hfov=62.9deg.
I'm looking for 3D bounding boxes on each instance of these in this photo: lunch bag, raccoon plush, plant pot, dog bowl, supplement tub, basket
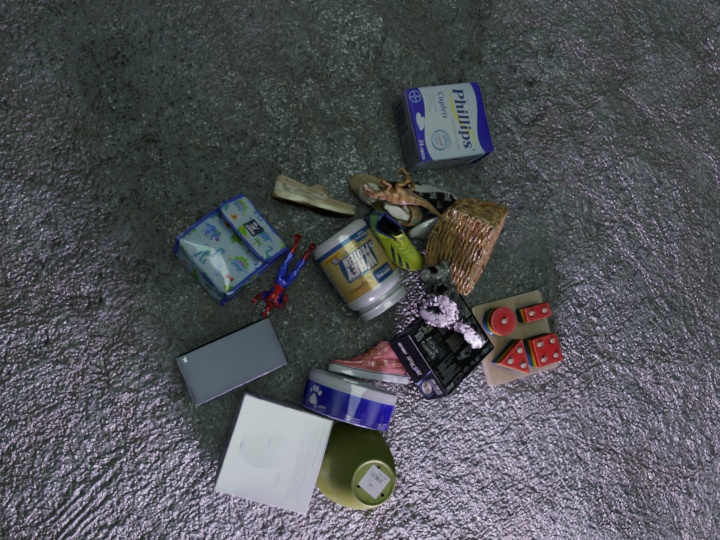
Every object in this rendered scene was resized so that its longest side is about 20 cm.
[{"bbox_3d":[-0.279,-0.053,1.295,0.200,0.127,0.170,-41,92,-28],"label":"lunch bag"},{"bbox_3d":[0.202,0.074,1.332,0.200,0.096,0.134,52,34,-18],"label":"raccoon plush"},{"bbox_3d":[0.001,0.431,1.264,0.186,0.200,0.189,2,83,-14],"label":"plant pot"},{"bbox_3d":[-0.025,0.278,1.276,0.199,0.200,0.079,19,82,-11],"label":"dog bowl"},{"bbox_3d":[0.000,0.000,1.342,0.144,0.145,0.201,-36,93,-15],"label":"supplement tub"},{"bbox_3d":[0.242,-0.071,1.399,0.142,0.201,0.149,25,32,15],"label":"basket"}]

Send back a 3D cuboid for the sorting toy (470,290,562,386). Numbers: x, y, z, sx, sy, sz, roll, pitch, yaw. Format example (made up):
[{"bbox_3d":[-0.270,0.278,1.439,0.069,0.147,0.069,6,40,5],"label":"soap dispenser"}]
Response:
[{"bbox_3d":[0.394,0.166,1.462,0.198,0.070,0.201,-13,87,-15],"label":"sorting toy"}]

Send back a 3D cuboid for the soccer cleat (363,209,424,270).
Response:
[{"bbox_3d":[0.088,-0.066,1.389,0.200,0.084,0.065,43,67,-24],"label":"soccer cleat"}]

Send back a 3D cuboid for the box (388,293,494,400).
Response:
[{"bbox_3d":[0.191,0.175,1.370,0.200,0.086,0.164,-36,94,-36],"label":"box"}]

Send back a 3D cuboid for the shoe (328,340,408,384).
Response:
[{"bbox_3d":[0.024,0.205,1.367,0.199,0.071,0.092,11,79,-18],"label":"shoe"}]

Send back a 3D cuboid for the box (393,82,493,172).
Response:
[{"bbox_3d":[0.203,-0.355,1.456,0.199,0.105,0.185,-11,87,-16],"label":"box"}]

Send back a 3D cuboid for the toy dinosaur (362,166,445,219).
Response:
[{"bbox_3d":[0.103,-0.173,1.355,0.199,0.060,0.107,13,67,4],"label":"toy dinosaur"}]

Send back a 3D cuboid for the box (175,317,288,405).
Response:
[{"bbox_3d":[-0.270,0.185,1.233,0.199,0.182,0.105,-24,90,-15],"label":"box"}]

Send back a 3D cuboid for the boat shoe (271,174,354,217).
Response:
[{"bbox_3d":[-0.104,-0.173,1.376,0.199,0.072,0.065,15,81,-7],"label":"boat shoe"}]

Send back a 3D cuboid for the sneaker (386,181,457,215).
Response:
[{"bbox_3d":[0.141,-0.178,1.444,0.199,0.089,0.075,14,111,9],"label":"sneaker"}]

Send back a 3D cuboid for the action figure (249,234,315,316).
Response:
[{"bbox_3d":[-0.174,0.023,1.299,0.065,0.099,0.201,30,104,1],"label":"action figure"}]

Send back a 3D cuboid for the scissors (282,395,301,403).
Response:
[{"bbox_3d":[-0.078,0.319,1.332,0.199,0.073,0.014,14,81,21],"label":"scissors"}]

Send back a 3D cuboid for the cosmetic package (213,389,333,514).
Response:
[{"bbox_3d":[-0.187,0.384,1.262,0.199,0.123,0.201,20,79,-10],"label":"cosmetic package"}]

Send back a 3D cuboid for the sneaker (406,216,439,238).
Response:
[{"bbox_3d":[0.210,-0.097,1.447,0.199,0.070,0.081,-12,90,-15],"label":"sneaker"}]

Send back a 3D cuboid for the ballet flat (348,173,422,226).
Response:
[{"bbox_3d":[0.055,-0.167,1.391,0.199,0.065,0.071,28,111,8],"label":"ballet flat"}]
